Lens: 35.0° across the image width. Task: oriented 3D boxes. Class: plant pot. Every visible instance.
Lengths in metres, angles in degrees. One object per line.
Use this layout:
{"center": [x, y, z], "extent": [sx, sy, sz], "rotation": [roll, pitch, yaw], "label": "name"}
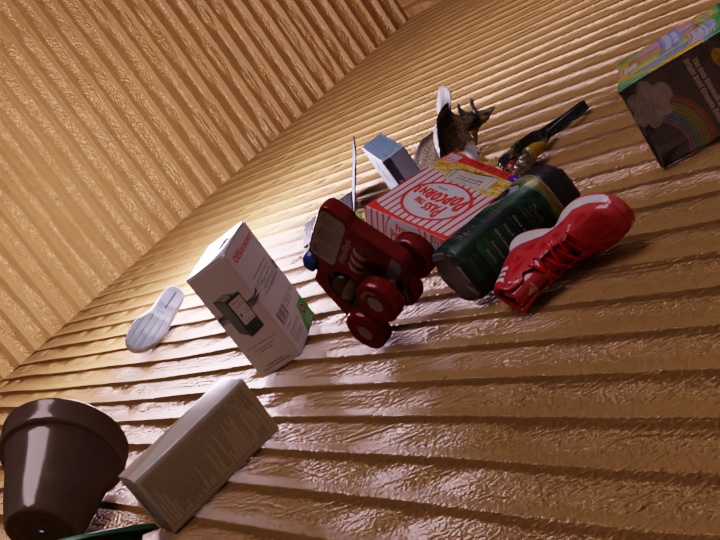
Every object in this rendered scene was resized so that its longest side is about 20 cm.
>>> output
{"center": [-0.461, 0.320, 1.719], "extent": [0.199, 0.200, 0.176], "rotation": [-29, 33, 25], "label": "plant pot"}

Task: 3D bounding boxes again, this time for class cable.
{"center": [0.295, -0.204, 1.844], "extent": [0.199, 0.051, 0.097], "rotation": [-32, -6, -30], "label": "cable"}

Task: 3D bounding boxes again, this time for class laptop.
{"center": [-0.063, -0.162, 2.356], "extent": [0.199, 0.104, 0.178], "rotation": [-34, 15, 9], "label": "laptop"}

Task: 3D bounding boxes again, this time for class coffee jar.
{"center": [0.193, -0.052, 1.494], "extent": [0.199, 0.086, 0.104], "rotation": [-41, 6, -12], "label": "coffee jar"}

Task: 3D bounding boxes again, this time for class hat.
{"center": [-0.330, 0.420, 1.415], "extent": [0.198, 0.179, 0.165], "rotation": [2, -21, -46], "label": "hat"}

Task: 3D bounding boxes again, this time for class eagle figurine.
{"center": [0.156, -0.221, 2.008], "extent": [0.150, 0.153, 0.200], "rotation": [15, 45, 45], "label": "eagle figurine"}

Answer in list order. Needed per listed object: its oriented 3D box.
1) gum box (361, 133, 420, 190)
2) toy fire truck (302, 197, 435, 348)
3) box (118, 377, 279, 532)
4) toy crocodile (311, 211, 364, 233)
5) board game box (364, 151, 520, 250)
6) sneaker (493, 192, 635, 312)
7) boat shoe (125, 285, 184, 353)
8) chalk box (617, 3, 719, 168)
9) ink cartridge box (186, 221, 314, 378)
{"center": [0.080, -0.128, 1.810], "extent": [0.044, 0.171, 0.200], "rotation": [-35, 15, 0], "label": "gum box"}
{"center": [0.000, 0.000, 1.558], "extent": [0.112, 0.167, 0.201], "rotation": [-50, -10, -30], "label": "toy fire truck"}
{"center": [-0.215, 0.243, 1.533], "extent": [0.200, 0.095, 0.077], "rotation": [-42, 16, -24], "label": "box"}
{"center": [-0.033, -0.066, 2.108], "extent": [0.067, 0.062, 0.199], "rotation": [-41, 20, -17], "label": "toy crocodile"}
{"center": [0.127, -0.091, 1.628], "extent": [0.150, 0.047, 0.199], "rotation": [25, 44, 36], "label": "board game box"}
{"center": [0.233, -0.008, 1.338], "extent": [0.200, 0.078, 0.116], "rotation": [-37, 18, 53], "label": "sneaker"}
{"center": [-0.444, 0.120, 2.478], "extent": [0.200, 0.073, 0.067], "rotation": [-52, -6, -43], "label": "boat shoe"}
{"center": [0.440, -0.246, 1.445], "extent": [0.198, 0.125, 0.124], "rotation": [-29, 17, 24], "label": "chalk box"}
{"center": [-0.170, 0.043, 1.806], "extent": [0.083, 0.201, 0.146], "rotation": [-31, 16, 19], "label": "ink cartridge box"}
